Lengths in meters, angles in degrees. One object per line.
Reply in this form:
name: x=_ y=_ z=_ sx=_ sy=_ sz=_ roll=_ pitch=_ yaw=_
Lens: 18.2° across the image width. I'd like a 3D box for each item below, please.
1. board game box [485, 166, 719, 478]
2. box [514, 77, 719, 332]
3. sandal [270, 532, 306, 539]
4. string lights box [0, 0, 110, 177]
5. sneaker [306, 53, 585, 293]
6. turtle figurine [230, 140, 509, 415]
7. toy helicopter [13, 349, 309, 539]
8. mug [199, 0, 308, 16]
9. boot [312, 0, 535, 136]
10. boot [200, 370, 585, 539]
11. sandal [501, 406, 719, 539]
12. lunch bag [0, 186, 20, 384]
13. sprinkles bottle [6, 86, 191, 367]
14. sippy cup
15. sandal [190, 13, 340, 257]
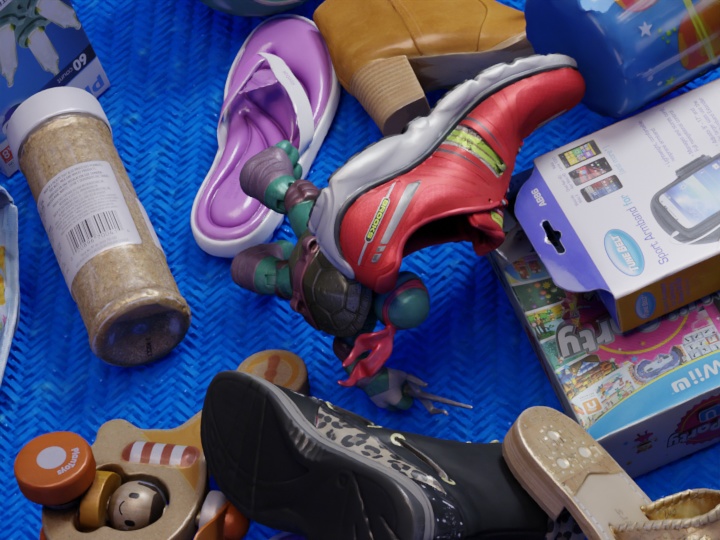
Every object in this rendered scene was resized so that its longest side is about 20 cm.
board game box: x=0.169 y=0.014 z=1.347 sx=0.147 sy=0.064 sz=0.200 roll=-23 pitch=54 yaw=-2
box: x=0.194 y=-0.045 z=1.320 sx=0.200 sy=0.041 sz=0.119 roll=-24 pitch=52 yaw=-3
sandal: x=0.023 y=0.194 z=1.254 sx=0.202 sy=0.050 sz=0.083 roll=13 pitch=60 yaw=23
string lights box: x=-0.249 y=-0.167 z=1.497 sx=0.059 sy=0.200 sz=0.103 roll=34 pitch=70 yaw=32
sneaker: x=0.061 y=-0.052 z=1.304 sx=0.200 sy=0.077 sz=0.085 roll=-36 pitch=77 yaw=-23
turtle figurine: x=0.000 y=0.000 z=1.351 sx=0.200 sy=0.101 sz=0.150 roll=29 pitch=102 yaw=44
toy helicopter: x=-0.098 y=0.115 z=1.340 sx=0.132 sy=0.079 sz=0.200 roll=26 pitch=52 yaw=36
mug: x=-0.055 y=-0.257 z=1.542 sx=0.185 sy=0.152 sz=0.114 roll=-29 pitch=54 yaw=-6
boot: x=0.076 y=-0.170 z=1.499 sx=0.201 sy=0.071 sz=0.144 roll=-21 pitch=49 yaw=-4
boot: x=0.016 y=0.115 z=1.282 sx=0.203 sy=0.154 sz=0.074 roll=28 pitch=108 yaw=47
sandal: x=0.170 y=0.137 z=1.207 sx=0.212 sy=0.070 sz=0.078 roll=43 pitch=38 yaw=15
lunch bag: x=-0.311 y=0.033 z=1.422 sx=0.169 sy=0.127 sz=0.200 roll=1 pitch=65 yaw=18
sprinkles bottle: x=-0.172 y=-0.030 z=1.463 sx=0.068 sy=0.068 sz=0.200 roll=-24 pitch=53 yaw=-3
sippy cup: x=0.174 y=-0.164 z=1.362 sx=0.130 sy=0.178 sz=0.140 roll=-36 pitch=90 yaw=-19
sandal: x=-0.063 y=-0.100 z=1.495 sx=0.082 sy=0.050 sz=0.203 roll=1 pitch=55 yaw=15
